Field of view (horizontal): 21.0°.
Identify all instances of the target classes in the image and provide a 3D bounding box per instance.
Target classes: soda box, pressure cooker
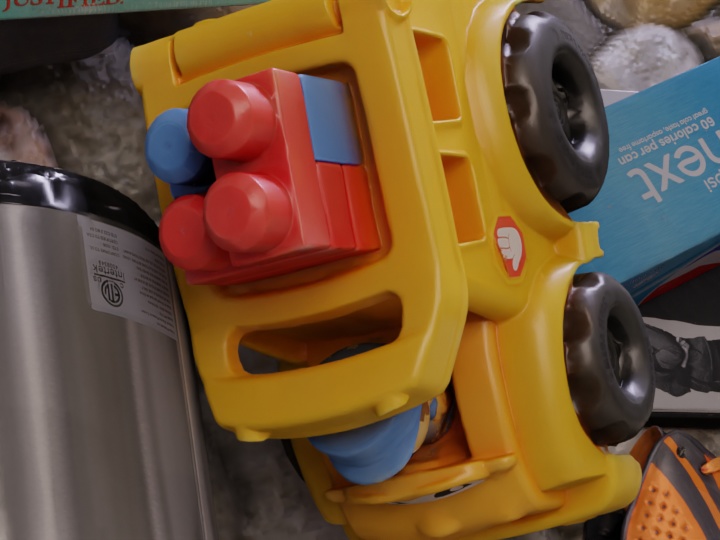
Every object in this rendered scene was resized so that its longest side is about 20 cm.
[{"bbox_3d":[0.123,-0.033,0.784,0.199,0.064,0.068,-25,75,-25],"label":"soda box"},{"bbox_3d":[-0.130,0.086,0.612,0.174,0.179,0.202,-2,65,-21],"label":"pressure cooker"}]

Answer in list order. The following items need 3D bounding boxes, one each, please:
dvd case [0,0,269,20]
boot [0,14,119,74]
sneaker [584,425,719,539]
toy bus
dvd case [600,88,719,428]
[{"bbox_3d":[-0.117,-0.160,0.767,0.145,0.022,0.200,-7,39,-23],"label":"dvd case"},{"bbox_3d":[-0.181,-0.045,0.730,0.198,0.070,0.133,-9,71,-9],"label":"boot"},{"bbox_3d":[0.165,0.091,0.759,0.200,0.078,0.112,-39,82,-28],"label":"sneaker"},{"bbox_3d":[0.000,0.000,0.636,0.192,0.135,0.202,-7,84,-64],"label":"toy bus"},{"bbox_3d":[0.072,-0.009,0.808,0.198,0.025,0.152,2,65,-16],"label":"dvd case"}]
